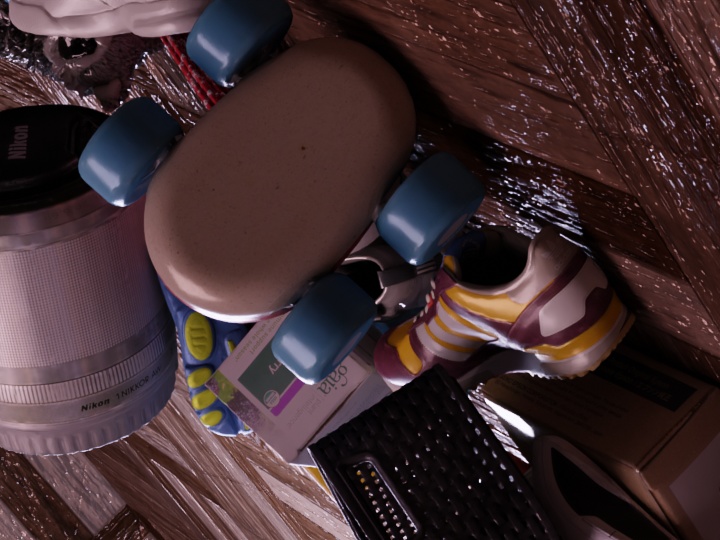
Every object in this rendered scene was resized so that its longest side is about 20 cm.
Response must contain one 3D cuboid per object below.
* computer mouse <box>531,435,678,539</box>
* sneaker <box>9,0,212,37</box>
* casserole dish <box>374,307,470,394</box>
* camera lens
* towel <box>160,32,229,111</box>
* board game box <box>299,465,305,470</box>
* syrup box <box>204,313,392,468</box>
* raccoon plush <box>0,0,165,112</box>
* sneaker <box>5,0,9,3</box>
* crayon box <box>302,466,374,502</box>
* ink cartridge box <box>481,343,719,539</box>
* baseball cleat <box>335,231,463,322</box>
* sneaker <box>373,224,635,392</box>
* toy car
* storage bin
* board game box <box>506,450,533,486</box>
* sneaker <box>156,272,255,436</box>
[{"bbox_3d":[0.161,0.173,1.587,0.200,0.044,0.110,41,166,20],"label":"computer mouse"},{"bbox_3d":[-0.147,-0.188,1.705,0.199,0.075,0.089,3,104,49],"label":"sneaker"},{"bbox_3d":[0.018,0.043,1.983,0.121,0.039,0.200,50,167,-20],"label":"casserole dish"},{"bbox_3d":[-0.210,0.001,1.882,0.160,0.159,0.201,31,138,47],"label":"camera lens"},{"bbox_3d":[-0.088,-0.108,1.789,0.200,0.022,0.145,55,179,45],"label":"towel"},{"bbox_3d":[-0.087,0.054,2.139,0.120,0.032,0.200,46,-164,-37],"label":"board game box"},{"bbox_3d":[-0.021,0.074,1.809,0.081,0.079,0.200,42,-174,16],"label":"syrup box"},{"bbox_3d":[-0.181,-0.162,1.946,0.134,0.097,0.200,31,-172,13],"label":"raccoon plush"},{"bbox_3d":[-0.220,-0.242,1.757,0.073,0.082,0.200,36,163,43],"label":"sneaker"},{"bbox_3d":[-0.032,0.091,2.064,0.126,0.052,0.200,48,-166,-9],"label":"crayon box"},{"bbox_3d":[0.182,0.135,1.665,0.164,0.075,0.200,25,154,54],"label":"ink cartridge box"},{"bbox_3d":[0.000,0.000,1.756,0.200,0.106,0.070,156,100,-70],"label":"baseball cleat"},{"bbox_3d":[0.067,0.017,1.619,0.199,0.075,0.090,-14,120,48],"label":"sneaker"},{"bbox_3d":[-0.037,-0.043,1.639,0.184,0.177,0.200,42,179,9],"label":"toy car"},{"bbox_3d":[0.059,0.165,1.626,0.135,0.093,0.200,54,174,35],"label":"storage bin"},{"bbox_3d":[0.128,0.188,1.763,0.103,0.019,0.200,30,156,55],"label":"board game box"},{"bbox_3d":[-0.098,0.009,1.881,0.083,0.070,0.201,-93,-4,-73],"label":"sneaker"}]
